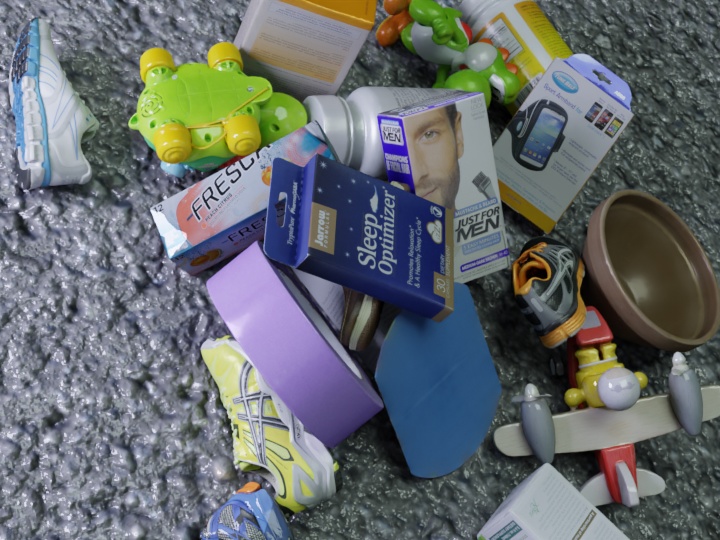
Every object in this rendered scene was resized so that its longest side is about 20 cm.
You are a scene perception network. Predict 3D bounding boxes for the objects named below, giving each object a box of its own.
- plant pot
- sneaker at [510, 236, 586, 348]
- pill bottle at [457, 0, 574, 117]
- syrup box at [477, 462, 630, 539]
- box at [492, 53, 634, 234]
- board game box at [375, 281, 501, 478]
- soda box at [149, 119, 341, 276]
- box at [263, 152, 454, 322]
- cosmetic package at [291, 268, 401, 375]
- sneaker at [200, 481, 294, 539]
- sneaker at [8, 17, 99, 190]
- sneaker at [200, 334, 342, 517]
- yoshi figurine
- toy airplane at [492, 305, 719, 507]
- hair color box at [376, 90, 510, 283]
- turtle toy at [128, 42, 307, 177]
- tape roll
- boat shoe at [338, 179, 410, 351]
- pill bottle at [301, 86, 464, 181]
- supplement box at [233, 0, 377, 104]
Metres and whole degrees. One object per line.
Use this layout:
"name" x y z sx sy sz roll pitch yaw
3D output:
"plant pot" 0.324 0.014 1.377 0.199 0.092 0.203 22 51 -29
"sneaker" 0.204 0.005 1.310 0.077 0.078 0.201 44 17 -18
"pill bottle" 0.208 -0.275 1.505 0.108 0.109 0.201 -22 72 -33
"syrup box" 0.224 0.301 1.179 0.200 0.079 0.081 44 53 6
"box" 0.238 -0.160 1.415 0.119 0.041 0.201 36 95 1
"board game box" 0.070 0.112 1.212 0.158 0.039 0.202 -39 120 -34
"soda box" -0.112 -0.073 1.204 0.198 0.068 0.064 -28 70 4
"box" 0.003 -0.036 1.131 0.198 0.032 0.122 20 53 -23
"cosmetic package" 0.000 0.000 1.268 0.101 0.071 0.201 -30 76 -32
"sneaker" -0.078 0.295 1.063 0.078 0.076 0.201 -26 65 -24
"sneaker" -0.323 -0.174 1.242 0.086 0.075 0.203 3 67 -30
"sneaker" -0.101 0.148 1.135 0.076 0.076 0.200 -33 69 -18
"yoshi figurine" 0.102 -0.260 1.444 0.199 0.113 0.112 39 18 15
"toy airplane" 0.266 0.154 1.247 0.198 0.141 0.201 33 71 13
"hair color box" 0.094 -0.087 1.293 0.108 0.065 0.203 -19 107 -23
"turtle toy" -0.154 -0.165 1.275 0.197 0.102 0.147 -7 57 -14
"tape roll" -0.062 0.070 1.120 0.065 0.200 0.201 -38 78 0
"boat shoe" -0.004 -0.009 1.193 0.074 0.075 0.204 13 51 4
"pill bottle" 0.032 -0.154 1.350 0.197 0.115 0.116 -2 61 -25
"supplement box" -0.070 -0.262 1.317 0.124 0.200 0.074 15 59 -15
